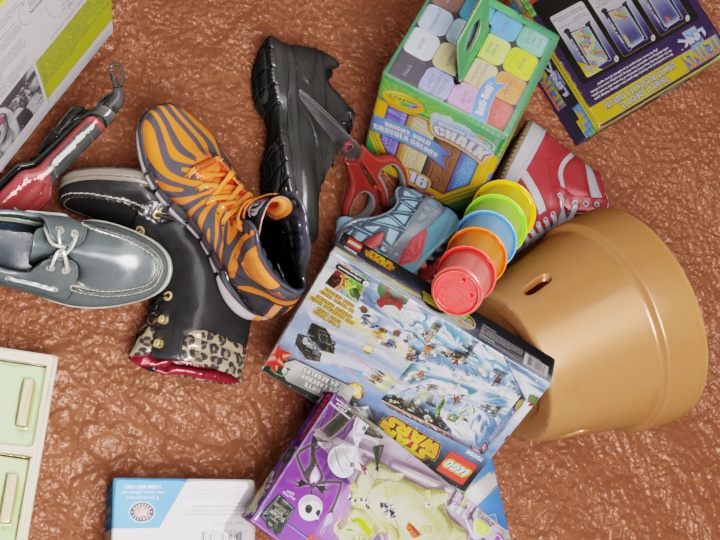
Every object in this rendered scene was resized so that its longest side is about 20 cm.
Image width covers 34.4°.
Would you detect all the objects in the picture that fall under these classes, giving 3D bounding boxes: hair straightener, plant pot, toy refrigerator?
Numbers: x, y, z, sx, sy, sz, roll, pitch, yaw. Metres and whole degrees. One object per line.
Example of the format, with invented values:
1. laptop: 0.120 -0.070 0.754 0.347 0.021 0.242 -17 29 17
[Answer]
1. hair straightener: -0.267 -0.096 0.972 0.041 0.077 0.200 40 88 -31
2. plant pot: 0.182 0.061 1.017 0.139 0.200 0.201 -20 81 -21
3. toy refrigerator: -0.288 0.163 0.898 0.075 0.070 0.201 11 71 -15

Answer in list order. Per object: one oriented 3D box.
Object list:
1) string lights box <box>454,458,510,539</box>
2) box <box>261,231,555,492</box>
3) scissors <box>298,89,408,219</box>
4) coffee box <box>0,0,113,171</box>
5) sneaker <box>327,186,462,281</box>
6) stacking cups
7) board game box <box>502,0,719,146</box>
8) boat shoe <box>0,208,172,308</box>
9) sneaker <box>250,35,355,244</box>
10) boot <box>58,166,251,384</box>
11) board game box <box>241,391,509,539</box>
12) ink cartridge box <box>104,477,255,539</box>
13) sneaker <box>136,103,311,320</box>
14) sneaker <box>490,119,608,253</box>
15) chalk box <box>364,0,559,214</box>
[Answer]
1. string lights box: 0.058 0.164 1.020 0.102 0.059 0.201 -8 77 -18
2. box: 0.036 0.076 0.938 0.199 0.137 0.040 32 32 -3
3. scissors: -0.003 -0.109 1.024 0.073 0.200 0.014 -33 53 -8
4. coffee box: -0.332 -0.222 0.911 0.199 0.198 0.201 32 67 4
5. sneaker: 0.000 0.000 1.050 0.200 0.079 0.095 -39 71 -22
6. stacking cups: 0.096 -0.016 0.955 0.061 0.061 0.200 45 30 -2
7. board game box: 0.263 -0.248 1.214 0.199 0.057 0.166 -30 87 -24
8. boat shoe: -0.247 -0.011 0.909 0.199 0.062 0.073 11 90 -9
9. sneaker: -0.046 -0.119 1.064 0.090 0.076 0.201 2 75 -24
10. boot: -0.170 0.005 0.986 0.199 0.073 0.152 17 70 -19
11. board game box: 0.016 0.203 0.928 0.200 0.032 0.120 40 75 -17
12. ink cartridge box: -0.144 0.268 0.916 0.114 0.068 0.201 4 73 -17
13. sneaker: -0.099 -0.059 0.933 0.077 0.112 0.201 -36 94 -31
14. sneaker: 0.165 -0.041 1.111 0.112 0.071 0.201 32 65 -4
15. chalk box: 0.091 -0.164 1.041 0.123 0.200 0.125 28 67 4
